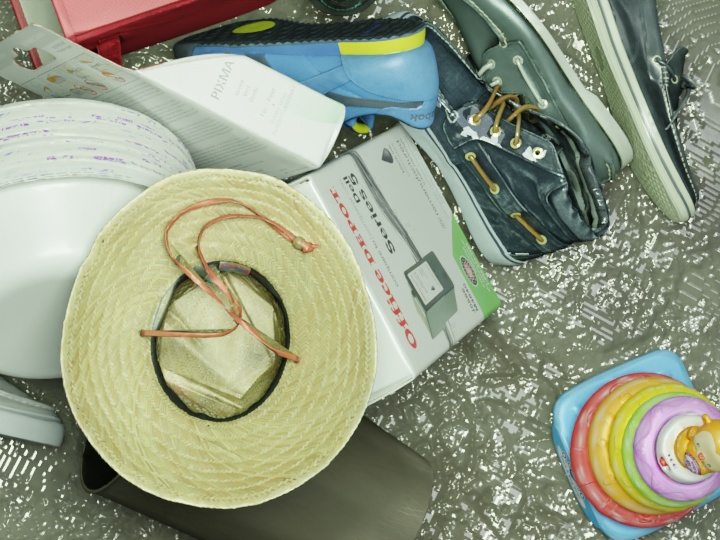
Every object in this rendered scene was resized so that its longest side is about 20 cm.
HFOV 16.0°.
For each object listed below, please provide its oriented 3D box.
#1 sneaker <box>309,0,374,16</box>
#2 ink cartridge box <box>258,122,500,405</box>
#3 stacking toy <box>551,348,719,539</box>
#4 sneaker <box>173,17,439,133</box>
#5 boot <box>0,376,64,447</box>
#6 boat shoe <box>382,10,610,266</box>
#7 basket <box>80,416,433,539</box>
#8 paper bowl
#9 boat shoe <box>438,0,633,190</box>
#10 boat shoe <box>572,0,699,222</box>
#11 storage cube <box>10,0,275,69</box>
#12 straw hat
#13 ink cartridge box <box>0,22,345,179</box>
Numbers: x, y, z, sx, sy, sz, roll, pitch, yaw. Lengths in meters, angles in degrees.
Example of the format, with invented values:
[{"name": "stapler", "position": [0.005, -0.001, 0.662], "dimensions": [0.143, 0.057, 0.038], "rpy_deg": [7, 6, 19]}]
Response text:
[{"name": "sneaker", "position": [0.005, -0.266, 1.672], "dimensions": [0.075, 0.079, 0.201], "rpy_deg": [8, 94, 2]}, {"name": "ink cartridge box", "position": [0.000, 0.000, 1.665], "dimensions": [0.084, 0.200, 0.146], "rpy_deg": [-27, 93, 22]}, {"name": "stacking toy", "position": [0.211, 0.119, 1.705], "dimensions": [0.110, 0.200, 0.116], "rpy_deg": [-24, 92, -12]}, {"name": "sneaker", "position": [-0.038, -0.125, 1.698], "dimensions": [0.066, 0.200, 0.079], "rpy_deg": [-36, 124, -51]}, {"name": "boot", "position": [-0.279, 0.048, 1.674], "dimensions": [0.199, 0.074, 0.096], "rpy_deg": [18, 82, -13]}, {"name": "boat shoe", "position": [0.093, -0.097, 1.727], "dimensions": [0.201, 0.091, 0.071], "rpy_deg": [58, 41, -20]}, {"name": "basket", "position": [-0.064, 0.126, 1.677], "dimensions": [0.200, 0.180, 0.136], "rpy_deg": [31, 109, -16]}, {"name": "paper bowl", "position": [-0.193, -0.008, 1.598], "dimensions": [0.200, 0.201, 0.105], "rpy_deg": [-6, 56, -12]}, {"name": "boat shoe", "position": [0.106, -0.133, 1.766], "dimensions": [0.062, 0.073, 0.200], "rpy_deg": [-43, 101, -12]}, {"name": "boat shoe", "position": [0.203, -0.132, 1.785], "dimensions": [0.062, 0.075, 0.201], "rpy_deg": [-18, 85, -6]}, {"name": "storage cube", "position": [-0.147, -0.241, 1.670], "dimensions": [0.179, 0.171, 0.201], "rpy_deg": [-21, 90, -14]}, {"name": "straw hat", "position": [-0.084, 0.044, 1.544], "dimensions": [0.200, 0.085, 0.202], "rpy_deg": [0, 84, -4]}, {"name": "ink cartridge box", "position": [-0.128, -0.115, 1.598], "dimensions": [0.200, 0.161, 0.050], "rpy_deg": [28, 76, -18]}]
